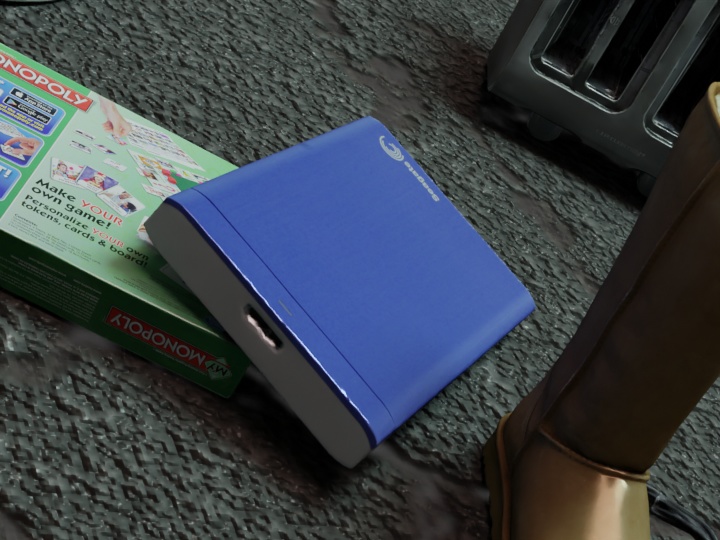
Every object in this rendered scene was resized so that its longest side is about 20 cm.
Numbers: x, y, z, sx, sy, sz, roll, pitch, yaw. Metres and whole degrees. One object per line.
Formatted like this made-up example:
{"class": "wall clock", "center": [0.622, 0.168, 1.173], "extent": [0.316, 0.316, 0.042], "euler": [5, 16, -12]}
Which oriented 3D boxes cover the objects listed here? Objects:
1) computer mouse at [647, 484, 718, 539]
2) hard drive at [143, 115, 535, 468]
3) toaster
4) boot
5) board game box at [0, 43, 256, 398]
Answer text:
{"class": "computer mouse", "center": [0.150, 0.162, 0.664], "extent": [0.058, 0.034, 0.200], "euler": [-5, 38, -20]}
{"class": "hard drive", "center": [0.000, 0.000, 0.726], "extent": [0.132, 0.025, 0.200], "euler": [49, 28, 5]}
{"class": "toaster", "center": [0.198, -0.155, 0.994], "extent": [0.180, 0.201, 0.119], "euler": [28, 26, -5]}
{"class": "boot", "center": [0.119, 0.050, 0.623], "extent": [0.066, 0.201, 0.176], "euler": [15, 34, -23]}
{"class": "board game box", "center": [-0.126, -0.034, 0.703], "extent": [0.199, 0.029, 0.135], "euler": [27, 30, -6]}
